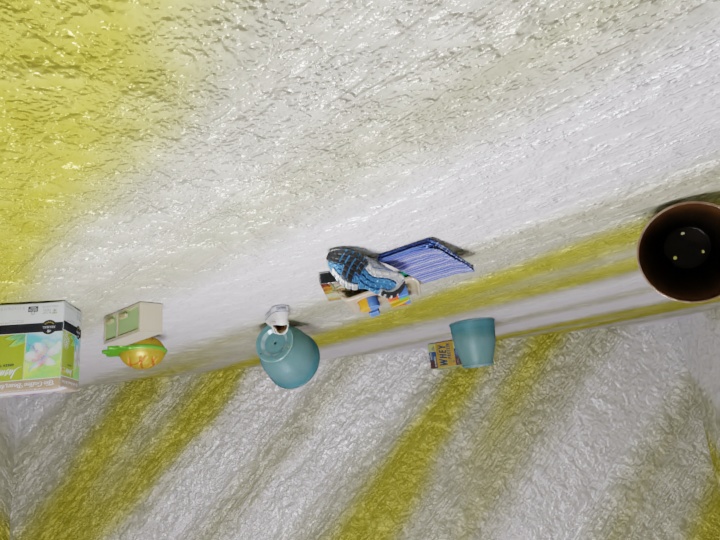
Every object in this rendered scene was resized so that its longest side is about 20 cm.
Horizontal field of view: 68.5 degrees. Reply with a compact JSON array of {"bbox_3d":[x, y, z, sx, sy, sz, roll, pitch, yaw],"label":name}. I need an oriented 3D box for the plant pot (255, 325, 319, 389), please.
[{"bbox_3d":[-0.259,0.273,1.787,0.195,0.204,0.189,-9,150,12],"label":"plant pot"}]

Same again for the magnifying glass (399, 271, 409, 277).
[{"bbox_3d":[0.111,0.010,1.300,0.078,0.023,0.199,3,160,-31],"label":"magnifying glass"}]

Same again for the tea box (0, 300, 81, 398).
[{"bbox_3d":[-0.773,0.186,1.225,0.195,0.201,0.134,-3,165,-12],"label":"tea box"}]

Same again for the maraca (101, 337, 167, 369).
[{"bbox_3d":[-0.727,0.263,1.712,0.198,0.109,0.136,14,145,-44],"label":"maraca"}]

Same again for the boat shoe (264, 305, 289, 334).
[{"bbox_3d":[-0.248,0.160,1.602,0.069,0.071,0.200,-1,164,-18],"label":"boat shoe"}]

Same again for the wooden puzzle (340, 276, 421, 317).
[{"bbox_3d":[0.060,0.076,1.357,0.196,0.047,0.185,-15,165,4],"label":"wooden puzzle"}]

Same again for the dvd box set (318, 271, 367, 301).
[{"bbox_3d":[-0.022,0.036,1.315,0.143,0.030,0.200,-7,165,1],"label":"dvd box set"}]

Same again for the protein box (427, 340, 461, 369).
[{"bbox_3d":[0.504,0.465,2.926,0.196,0.138,0.198,-14,164,26],"label":"protein box"}]

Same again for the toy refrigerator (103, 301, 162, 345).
[{"bbox_3d":[-0.596,0.141,1.375,0.197,0.078,0.069,-18,162,38],"label":"toy refrigerator"}]

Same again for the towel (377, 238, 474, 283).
[{"bbox_3d":[0.146,-0.013,1.164,0.143,0.024,0.198,-16,154,36],"label":"towel"}]

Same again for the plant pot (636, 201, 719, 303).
[{"bbox_3d":[0.669,-0.043,1.077,0.184,0.191,0.199,-15,178,31],"label":"plant pot"}]

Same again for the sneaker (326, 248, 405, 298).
[{"bbox_3d":[0.000,0.000,1.125,0.198,0.076,0.087,25,-170,-36],"label":"sneaker"}]

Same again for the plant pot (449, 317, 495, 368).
[{"bbox_3d":[0.490,0.315,2.257,0.195,0.192,0.200,-6,165,-2],"label":"plant pot"}]
